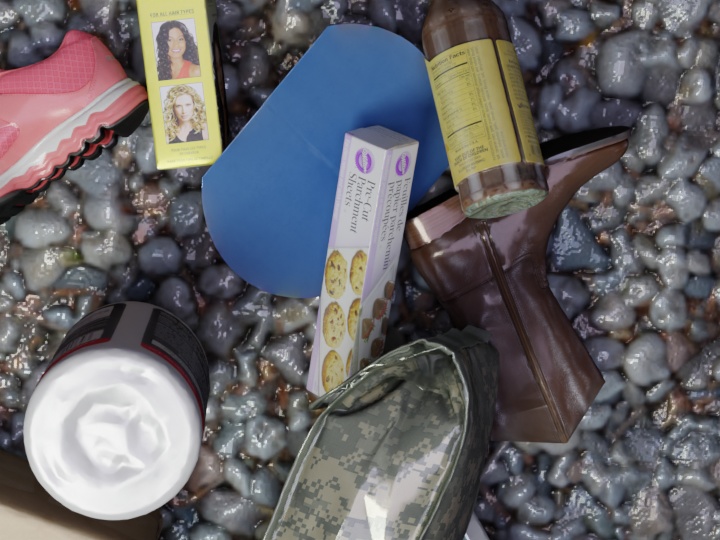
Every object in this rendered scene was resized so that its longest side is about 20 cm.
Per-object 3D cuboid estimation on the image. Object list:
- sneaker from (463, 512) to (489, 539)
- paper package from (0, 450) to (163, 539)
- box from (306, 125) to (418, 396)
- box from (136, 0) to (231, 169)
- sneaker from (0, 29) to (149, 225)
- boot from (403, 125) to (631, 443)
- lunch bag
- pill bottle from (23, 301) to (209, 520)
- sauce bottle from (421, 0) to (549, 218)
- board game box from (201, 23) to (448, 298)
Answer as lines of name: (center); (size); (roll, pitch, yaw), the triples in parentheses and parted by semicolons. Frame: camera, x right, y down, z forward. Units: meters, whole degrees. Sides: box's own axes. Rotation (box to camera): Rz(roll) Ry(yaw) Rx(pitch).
sneaker: (0.070, 0.277, 1.104); (0.118, 0.074, 0.201); (-30, 91, -5)
paper package: (-0.264, 0.236, 1.058); (0.199, 0.104, 0.192); (21, 100, -8)
box: (0.000, 0.000, 1.039); (0.041, 0.039, 0.202); (26, 118, 33)
box: (-0.124, -0.174, 1.009); (0.050, 0.075, 0.202); (-6, 102, 0)
sneaker: (-0.246, -0.092, 1.027); (0.199, 0.074, 0.087); (-34, 87, -2)
boot: (0.145, 0.016, 1.070); (0.185, 0.064, 0.201); (-25, 100, 9)
lunch bag: (0.025, 0.128, 0.985); (0.117, 0.164, 0.201); (23, 94, 14)
pill bottle: (-0.157, 0.083, 0.988); (0.110, 0.200, 0.112); (-1, 101, -3)
sauce bottle: (0.078, -0.138, 1.009); (0.064, 0.065, 0.202); (-10, 76, -2)
board game box: (-0.027, -0.079, 1.040); (0.200, 0.039, 0.158); (-50, 130, -1)
